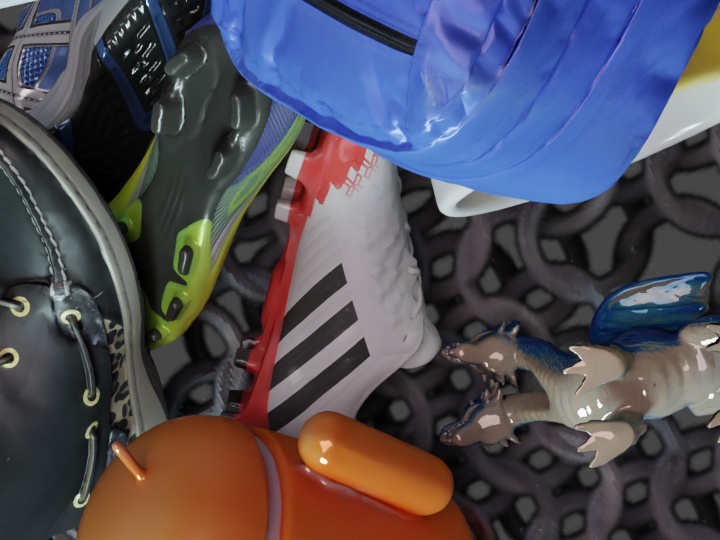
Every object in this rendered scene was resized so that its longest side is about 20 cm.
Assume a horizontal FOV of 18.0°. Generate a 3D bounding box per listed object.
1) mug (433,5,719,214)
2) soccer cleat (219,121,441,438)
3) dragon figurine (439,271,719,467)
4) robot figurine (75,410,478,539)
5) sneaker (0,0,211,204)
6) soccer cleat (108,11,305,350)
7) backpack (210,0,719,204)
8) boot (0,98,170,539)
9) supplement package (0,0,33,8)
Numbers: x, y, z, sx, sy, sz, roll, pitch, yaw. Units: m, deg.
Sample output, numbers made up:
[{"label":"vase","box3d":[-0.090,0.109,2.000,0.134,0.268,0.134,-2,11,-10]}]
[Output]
[{"label":"mug","box3d":[0.090,-0.127,0.889,0.186,0.149,0.154,-25,82,24]},{"label":"soccer cleat","box3d":[0.000,0.000,0.967,0.084,0.069,0.202,16,105,-2]},{"label":"dragon figurine","box3d":[0.127,0.037,0.940,0.198,0.099,0.059,-14,102,0]},{"label":"robot figurine","box3d":[-0.033,0.128,0.927,0.199,0.143,0.118,21,68,-29]},{"label":"sneaker","box3d":[-0.125,-0.076,0.992,0.200,0.075,0.077,-44,47,22]},{"label":"soccer cleat","box3d":[-0.064,-0.037,0.958,0.065,0.084,0.201,41,136,11]},{"label":"backpack","box3d":[0.032,-0.133,0.740,0.162,0.167,0.201,37,109,45]},{"label":"boot","box3d":[-0.162,0.048,0.928,0.073,0.153,0.205,22,139,40]},{"label":"supplement package","box3d":[-0.083,-0.211,0.881,0.154,0.201,0.111,-11,127,13]}]
